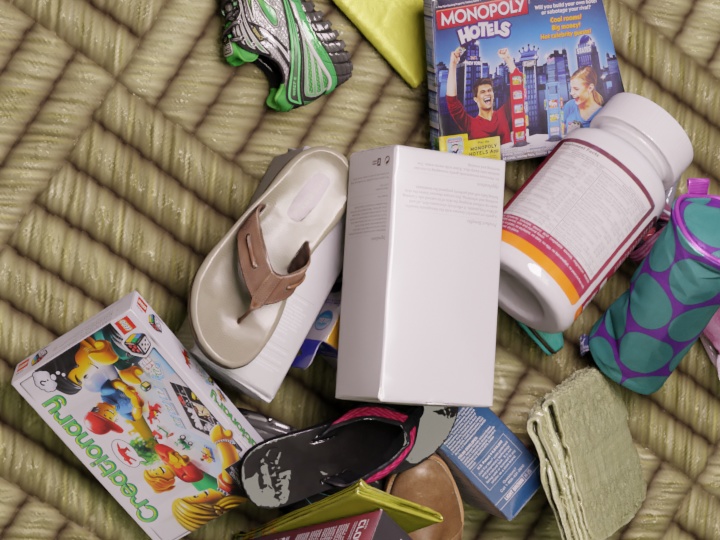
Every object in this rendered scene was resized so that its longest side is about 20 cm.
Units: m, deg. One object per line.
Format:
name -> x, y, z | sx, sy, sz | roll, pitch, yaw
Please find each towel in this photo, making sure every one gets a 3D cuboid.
towel -> 0.200, 0.163, 1.668 | 0.200, 0.036, 0.149 | -24, 100, -63
towel -> -0.022, 0.213, 1.566 | 0.086, 0.200, 0.018 | 21, 60, -27
towel -> 0.008, -0.261, 1.660 | 0.086, 0.018, 0.200 | -46, 106, -9

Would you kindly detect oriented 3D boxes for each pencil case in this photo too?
pencil case -> 0.268, 0.019, 1.647 | 0.085, 0.200, 0.093 | 4, 51, -20

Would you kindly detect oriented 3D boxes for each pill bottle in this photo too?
pill bottle -> 0.191, -0.052, 1.622 | 0.110, 0.109, 0.200 | 46, 72, -14

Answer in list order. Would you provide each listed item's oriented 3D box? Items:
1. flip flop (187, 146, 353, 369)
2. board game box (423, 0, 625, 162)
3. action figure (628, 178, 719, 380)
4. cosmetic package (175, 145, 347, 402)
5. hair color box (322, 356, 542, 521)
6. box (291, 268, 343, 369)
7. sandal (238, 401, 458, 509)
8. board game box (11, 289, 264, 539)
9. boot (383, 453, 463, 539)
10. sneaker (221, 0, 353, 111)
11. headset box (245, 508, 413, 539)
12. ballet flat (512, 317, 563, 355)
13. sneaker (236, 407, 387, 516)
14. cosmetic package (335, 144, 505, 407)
flip flop -> -0.067, -0.014, 1.509 | 0.081, 0.058, 0.200 | 39, 78, -13
board game box -> 0.142, -0.202, 1.667 | 0.199, 0.062, 0.201 | -9, 104, -23
action figure -> 0.299, -0.008, 1.743 | 0.199, 0.134, 0.149 | 29, 108, -18
cosmetic package -> -0.073, 0.001, 1.592 | 0.090, 0.107, 0.201 | 33, 82, -14
hair color box -> 0.066, 0.124, 1.645 | 0.200, 0.100, 0.061 | 46, 78, -14
box -> 0.000, 0.000, 1.611 | 0.041, 0.119, 0.201 | 29, 81, -18
sandal -> -0.002, 0.144, 1.546 | 0.199, 0.045, 0.075 | -22, 98, -18
board game box -> -0.173, 0.125, 1.548 | 0.126, 0.035, 0.200 | -31, 113, 18
boot -> 0.062, 0.250, 1.620 | 0.073, 0.076, 0.201 | -9, 115, -10
sneaker -> -0.090, -0.224, 1.599 | 0.085, 0.078, 0.200 | -38, 103, -15
headset box -> -0.004, 0.278, 1.544 | 0.149, 0.199, 0.077 | 45, 47, -26
ballet flat -> 0.127, -0.009, 1.679 | 0.200, 0.067, 0.070 | 42, 96, -14
sneaker -> -0.048, 0.180, 1.618 | 0.199, 0.075, 0.080 | 28, 85, -19
cosmetic package -> 0.048, 0.007, 1.510 | 0.107, 0.085, 0.201 | 8, 85, -28
